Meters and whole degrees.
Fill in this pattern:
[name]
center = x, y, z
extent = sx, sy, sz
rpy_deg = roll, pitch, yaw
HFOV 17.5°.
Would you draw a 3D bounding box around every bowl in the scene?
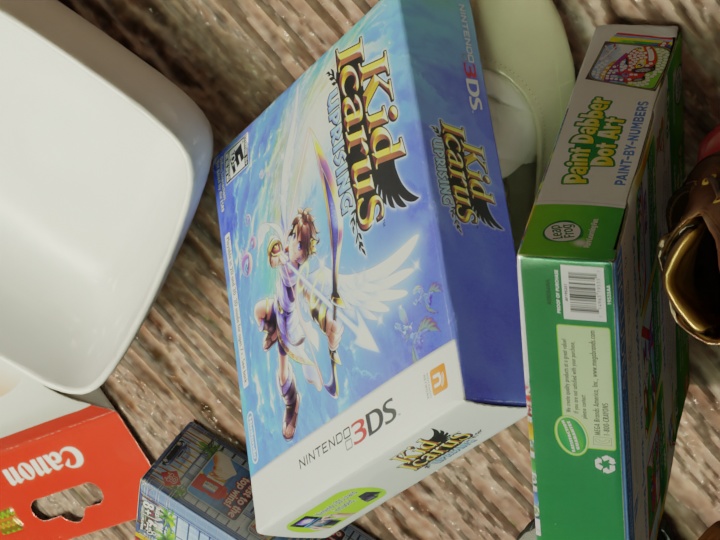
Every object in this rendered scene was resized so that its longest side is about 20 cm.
[bowl]
center = -0.174, -0.057, 1.211
extent = 0.199, 0.075, 0.200
rpy_deg = 33, 128, 5

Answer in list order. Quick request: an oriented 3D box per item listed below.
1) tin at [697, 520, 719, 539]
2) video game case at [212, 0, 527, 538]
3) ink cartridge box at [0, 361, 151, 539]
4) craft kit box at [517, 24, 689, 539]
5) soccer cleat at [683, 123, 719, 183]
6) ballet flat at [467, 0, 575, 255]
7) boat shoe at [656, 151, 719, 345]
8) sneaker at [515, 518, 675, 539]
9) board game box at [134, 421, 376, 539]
[tin]
center = 0.207, 0.180, 1.096
extent = 0.112, 0.200, 0.042
rpy_deg = 43, 97, -12
[video game case]
center = 0.000, 0.000, 1.077
extent = 0.181, 0.045, 0.201
rpy_deg = -37, 55, 49
[ink cartridge box]
center = -0.224, 0.086, 1.361
extent = 0.162, 0.050, 0.201
rpy_deg = -20, 107, 38
[craft kit box]
center = 0.112, 0.025, 1.028
extent = 0.048, 0.198, 0.201
rpy_deg = 4, 123, 17
[soccer cleat]
center = 0.224, 0.009, 1.047
extent = 0.076, 0.067, 0.200
rpy_deg = -29, 102, 35
[ballet flat]
center = 0.062, -0.042, 1.099
extent = 0.069, 0.070, 0.201
rpy_deg = 13, 127, 21
[boat shoe]
center = 0.149, -0.008, 0.929
extent = 0.067, 0.200, 0.072
rpy_deg = -20, 98, -4
[sneaker]
center = 0.151, 0.202, 1.222
extent = 0.079, 0.074, 0.201
rpy_deg = -22, 103, 48
[board game box]
center = -0.032, 0.211, 1.331
extent = 0.199, 0.062, 0.201
rpy_deg = 21, 129, 16
